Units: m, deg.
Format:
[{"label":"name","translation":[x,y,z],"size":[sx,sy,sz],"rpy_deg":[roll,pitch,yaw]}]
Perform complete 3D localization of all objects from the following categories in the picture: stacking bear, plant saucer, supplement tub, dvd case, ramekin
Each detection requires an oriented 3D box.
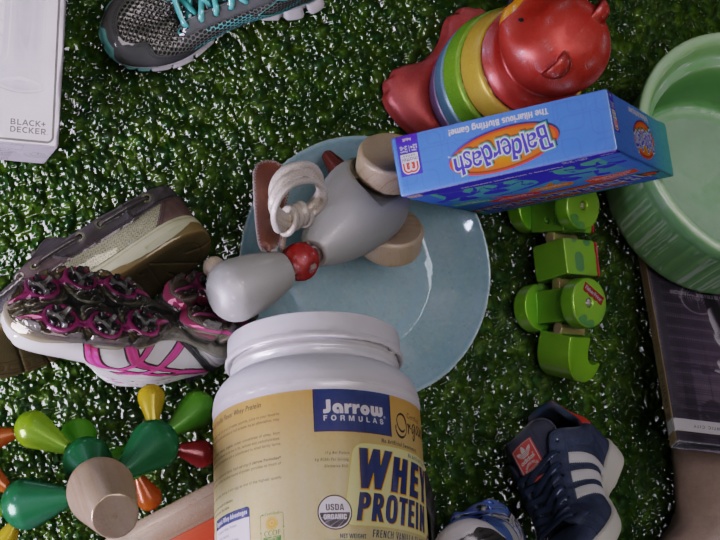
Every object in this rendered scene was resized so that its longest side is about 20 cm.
[{"label":"stacking bear","translation":[0.117,-0.152,1.277],"size":[0.114,0.200,0.121],"rpy_deg":[47,70,-7]},{"label":"plant saucer","translation":[0.000,0.000,1.300],"size":[0.200,0.039,0.202],"rpy_deg":[3,80,-19]},{"label":"supplement tub","translation":[-0.028,0.141,1.161],"size":[0.144,0.144,0.201],"rpy_deg":[4,68,-19]},{"label":"dvd case","translation":[0.299,0.058,1.368],"size":[0.148,0.016,0.201],"rpy_deg":[8,55,-18]},{"label":"ramekin","translation":[0.291,-0.079,1.365],"size":[0.199,0.098,0.201],"rpy_deg":[7,67,-16]}]

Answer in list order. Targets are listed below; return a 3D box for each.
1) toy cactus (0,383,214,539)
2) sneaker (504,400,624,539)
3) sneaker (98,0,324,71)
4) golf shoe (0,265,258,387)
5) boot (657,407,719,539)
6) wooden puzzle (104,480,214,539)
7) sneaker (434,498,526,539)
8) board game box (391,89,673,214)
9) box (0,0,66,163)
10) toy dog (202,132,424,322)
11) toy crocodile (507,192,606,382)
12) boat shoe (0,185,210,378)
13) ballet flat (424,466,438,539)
[{"label":"toy cactus","translation":[-0.182,0.146,1.155],"size":[0.199,0.165,0.103],"rpy_deg":[-13,106,-16]},{"label":"sneaker","translation":[0.141,0.161,1.260],"size":[0.075,0.200,0.085],"rpy_deg":[-42,98,19]},{"label":"sneaker","translation":[-0.100,-0.211,1.269],"size":[0.200,0.091,0.078],"rpy_deg":[-27,90,-21]},{"label":"golf shoe","translation":[-0.163,0.050,1.177],"size":[0.200,0.092,0.073],"rpy_deg":[5,40,-45]},{"label":"boot","translation":[0.273,0.159,1.363],"size":[0.199,0.070,0.147],"rpy_deg":[-16,81,-22]},{"label":"wooden puzzle","translation":[-0.061,0.229,1.215],"size":[0.200,0.037,0.185],"rpy_deg":[-27,76,-15]},{"label":"sneaker","translation":[0.081,0.204,1.229],"size":[0.076,0.200,0.077],"rpy_deg":[-23,66,4]},{"label":"board game box","translation":[0.127,-0.080,1.212],"size":[0.152,0.200,0.045],"rpy_deg":[-12,85,21]},{"label":"box","translation":[-0.270,-0.183,1.221],"size":[0.116,0.060,0.201],"rpy_deg":[3,81,-19]},{"label":"toy dog","translation":[-0.039,-0.040,1.218],"size":[0.200,0.096,0.132],"rpy_deg":[-9,126,-48]},{"label":"toy crocodile","translation":[0.161,-0.012,1.344],"size":[0.062,0.067,0.201],"rpy_deg":[3,82,-40]},{"label":"boat shoe","translation":[-0.205,0.007,1.216],"size":[0.200,0.072,0.066],"rpy_deg":[-29,60,-8]},{"label":"ballet flat","translation":[0.033,0.222,1.267],"size":[0.066,0.057,0.201],"rpy_deg":[1,82,-18]}]
